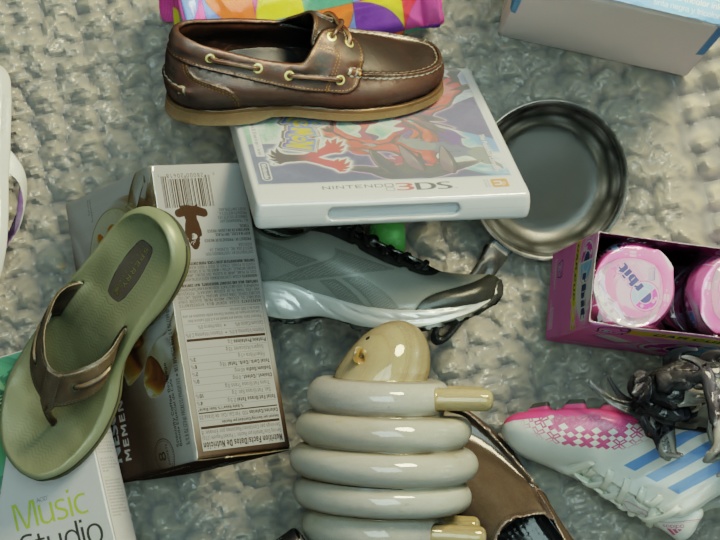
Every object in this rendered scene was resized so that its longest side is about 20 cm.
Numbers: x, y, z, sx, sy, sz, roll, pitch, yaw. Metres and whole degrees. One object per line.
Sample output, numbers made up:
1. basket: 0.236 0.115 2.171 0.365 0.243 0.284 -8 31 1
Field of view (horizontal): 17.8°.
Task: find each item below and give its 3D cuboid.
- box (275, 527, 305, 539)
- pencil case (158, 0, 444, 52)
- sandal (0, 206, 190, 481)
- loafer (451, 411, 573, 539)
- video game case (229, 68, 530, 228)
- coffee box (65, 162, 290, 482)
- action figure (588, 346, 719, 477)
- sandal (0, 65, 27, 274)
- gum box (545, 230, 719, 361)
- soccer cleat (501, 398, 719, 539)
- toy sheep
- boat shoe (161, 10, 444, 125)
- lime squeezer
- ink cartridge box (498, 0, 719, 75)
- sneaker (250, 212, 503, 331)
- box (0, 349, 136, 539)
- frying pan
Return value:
1. box: -0.077 0.292 1.517 0.200 0.048 0.158 -35 96 -3
2. pencil case: -0.041 -0.194 1.629 0.200 0.088 0.088 -11 83 -6
3. sandal: -0.184 0.045 1.498 0.080 0.057 0.201 33 104 19
4. loafer: 0.100 0.164 1.590 0.073 0.071 0.200 -43 86 -9
5. video game case: 0.006 -0.087 1.566 0.182 0.200 0.023 -3 119 -9
6. coffee box: -0.126 0.037 1.564 0.080 0.114 0.200 -4 81 -38
7. action figure: 0.253 0.098 1.522 0.200 0.119 0.102 -7 81 28
8. sandal: -0.261 -0.048 1.605 0.050 0.082 0.203 16 75 -45
9. gum box: 0.241 0.024 1.591 0.200 0.114 0.066 7 81 -10
10. soccer cleat: 0.197 0.142 1.599 0.200 0.070 0.086 7 73 -4
11. toy sheep: 0.018 0.133 1.523 0.138 0.138 0.200 3 87 -4
12. boat shoe: -0.036 -0.142 1.568 0.200 0.070 0.070 -6 125 -17
13. lime squeezer: 0.049 -0.040 1.635 0.071 0.038 0.200 24 80 0
14. ink cartridge box: 0.195 -0.263 1.623 0.146 0.147 0.200 13 81 -2
15. sneaker: 0.000 0.000 1.584 0.200 0.074 0.079 6 97 10
16. box: -0.231 0.157 1.560 0.144 0.036 0.200 -17 81 18
17. frying pan: 0.125 -0.029 1.641 0.115 0.031 0.190 13 96 -9
